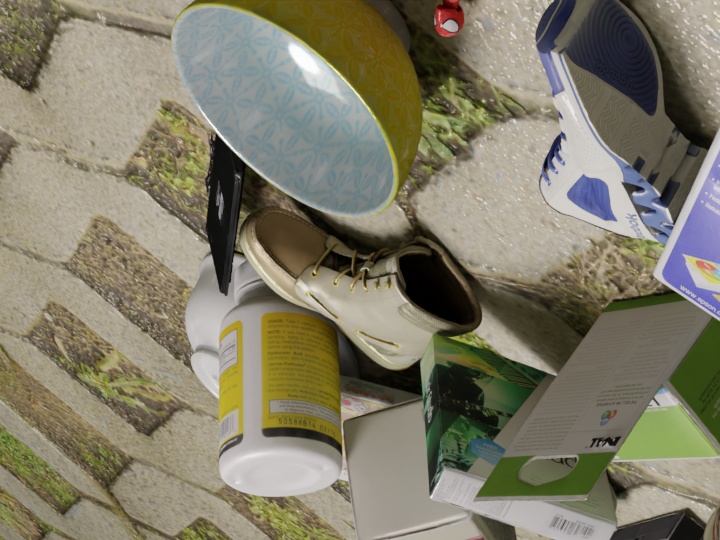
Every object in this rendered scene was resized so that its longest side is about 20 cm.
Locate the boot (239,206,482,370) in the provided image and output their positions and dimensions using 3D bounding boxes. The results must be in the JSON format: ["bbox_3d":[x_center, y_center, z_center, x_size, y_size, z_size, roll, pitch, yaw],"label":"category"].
[{"bbox_3d":[0.000,0.000,1.512,0.199,0.072,0.155,39,156,-9],"label":"boot"}]

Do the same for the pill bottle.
[{"bbox_3d":[-0.073,0.092,1.601,0.110,0.202,0.112,-2,153,-1],"label":"pill bottle"}]

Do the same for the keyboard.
[{"bbox_3d":[-0.107,-0.069,1.550,0.201,0.039,0.105,106,153,-58],"label":"keyboard"}]

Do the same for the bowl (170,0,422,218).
[{"bbox_3d":[-0.025,-0.145,1.264,0.199,0.108,0.201,32,153,18],"label":"bowl"}]

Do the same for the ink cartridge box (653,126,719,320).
[{"bbox_3d":[0.282,-0.010,1.019,0.197,0.047,0.201,36,145,15],"label":"ink cartridge box"}]

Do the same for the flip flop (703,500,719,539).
[{"bbox_3d":[0.318,0.222,1.446,0.081,0.058,0.201,27,149,16],"label":"flip flop"}]

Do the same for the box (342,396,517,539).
[{"bbox_3d":[0.069,0.218,1.620,0.108,0.129,0.200,-16,146,12],"label":"box"}]

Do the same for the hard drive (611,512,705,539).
[{"bbox_3d":[0.320,0.302,1.602,0.200,0.038,0.140,42,155,-5],"label":"hard drive"}]

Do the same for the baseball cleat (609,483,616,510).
[{"bbox_3d":[0.138,0.165,1.591,0.200,0.070,0.106,47,153,-12],"label":"baseball cleat"}]

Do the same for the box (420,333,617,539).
[{"bbox_3d":[0.120,0.132,1.400,0.143,0.200,0.037,19,114,-11],"label":"box"}]

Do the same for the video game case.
[{"bbox_3d":[0.028,0.168,1.735,0.180,0.023,0.201,14,150,7],"label":"video game case"}]

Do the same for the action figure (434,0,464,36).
[{"bbox_3d":[0.042,-0.223,1.119,0.065,0.052,0.201,20,151,28],"label":"action figure"}]

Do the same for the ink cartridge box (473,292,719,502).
[{"bbox_3d":[0.192,0.112,1.275,0.076,0.200,0.147,47,154,-16],"label":"ink cartridge box"}]

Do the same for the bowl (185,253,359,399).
[{"bbox_3d":[-0.105,0.083,1.772,0.200,0.091,0.202,31,153,18],"label":"bowl"}]

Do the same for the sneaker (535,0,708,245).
[{"bbox_3d":[0.152,-0.083,1.154,0.115,0.081,0.200,2,137,49],"label":"sneaker"}]
